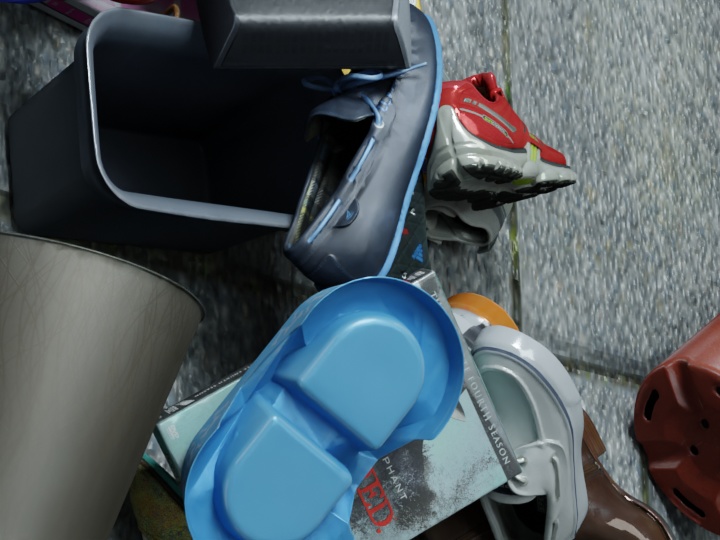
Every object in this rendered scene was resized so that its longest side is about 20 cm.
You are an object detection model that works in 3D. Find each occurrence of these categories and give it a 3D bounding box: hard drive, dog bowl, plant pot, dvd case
[{"bbox_3d":[-0.038,-0.210,1.370,0.135,0.042,0.200,-1,54,-10],"label":"hard drive"},{"bbox_3d":[-0.027,0.091,1.297,0.111,0.050,0.200,41,83,-20],"label":"dog bowl"},{"bbox_3d":[0.324,0.096,1.688,0.195,0.201,0.201,-29,94,-35],"label":"plant pot"},{"bbox_3d":[-0.012,0.107,1.350,0.200,0.022,0.146,-28,103,-20],"label":"dvd case"}]

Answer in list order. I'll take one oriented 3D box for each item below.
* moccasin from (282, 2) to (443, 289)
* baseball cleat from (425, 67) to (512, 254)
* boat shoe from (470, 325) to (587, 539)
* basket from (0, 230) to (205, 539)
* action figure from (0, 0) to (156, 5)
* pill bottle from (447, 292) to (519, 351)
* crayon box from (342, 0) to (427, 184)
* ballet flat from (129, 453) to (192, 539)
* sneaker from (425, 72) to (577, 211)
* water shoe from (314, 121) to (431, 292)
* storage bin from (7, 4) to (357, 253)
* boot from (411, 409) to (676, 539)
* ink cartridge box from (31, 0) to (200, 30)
[{"bbox_3d":[0.001,-0.084,1.355,0.068,0.080,0.200,25,59,-27],"label":"moccasin"},{"bbox_3d":[0.040,-0.096,1.575,0.200,0.070,0.107,44,38,-20],"label":"baseball cleat"},{"bbox_3d":[0.106,0.123,1.437,0.065,0.073,0.200,-56,141,-35],"label":"boat shoe"},{"bbox_3d":[-0.198,0.096,1.261,0.180,0.136,0.200,13,68,-1],"label":"basket"},{"bbox_3d":[-0.190,-0.175,1.332,0.065,0.200,0.052,-3,90,-85],"label":"action figure"},{"bbox_3d":[0.030,0.093,1.477,0.200,0.106,0.106,-42,103,-42],"label":"pill bottle"},{"bbox_3d":[-0.020,-0.148,1.517,0.126,0.052,0.200,-7,84,-12],"label":"crayon box"},{"bbox_3d":[-0.085,0.197,1.374,0.200,0.071,0.071,43,51,-18],"label":"ballet flat"},{"bbox_3d":[0.093,-0.091,1.503,0.200,0.077,0.085,13,63,-71],"label":"sneaker"},{"bbox_3d":[0.000,0.000,1.432,0.071,0.079,0.200,23,62,-47],"label":"water shoe"},{"bbox_3d":[-0.122,-0.081,1.392,0.200,0.134,0.146,6,70,-40],"label":"storage bin"},{"bbox_3d":[0.125,0.200,1.548,0.200,0.064,0.187,-26,79,-47],"label":"boot"},{"bbox_3d":[-0.185,-0.210,1.456,0.200,0.037,0.095,24,61,-31],"label":"ink cartridge box"}]
